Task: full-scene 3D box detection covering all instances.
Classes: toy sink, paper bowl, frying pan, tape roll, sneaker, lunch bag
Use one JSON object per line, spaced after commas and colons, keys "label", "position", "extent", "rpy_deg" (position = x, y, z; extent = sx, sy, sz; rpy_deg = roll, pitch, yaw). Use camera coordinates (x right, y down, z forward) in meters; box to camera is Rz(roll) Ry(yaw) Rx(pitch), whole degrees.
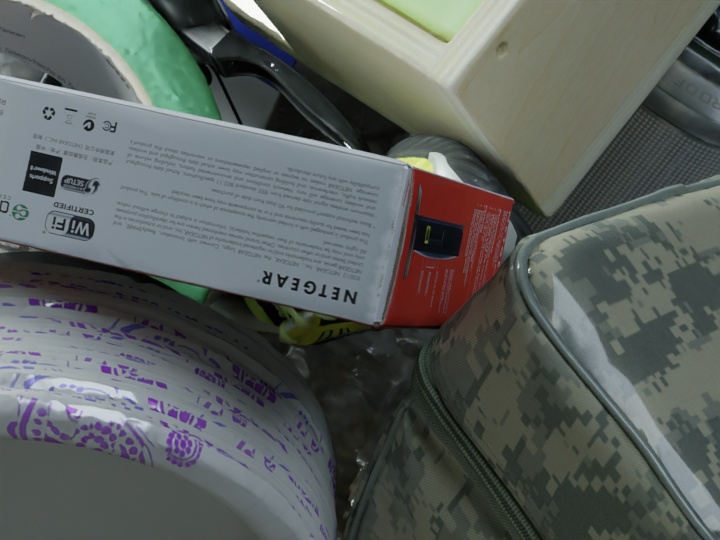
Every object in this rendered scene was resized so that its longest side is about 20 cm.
{"label": "toy sink", "position": [0.024, -0.137, 0.934], "extent": [0.200, 0.131, 0.112], "rpy_deg": [36, -6, 36]}
{"label": "paper bowl", "position": [-0.107, 0.073, 0.805], "extent": [0.199, 0.201, 0.105], "rpy_deg": [17, 45, -18]}
{"label": "frying pan", "position": [-0.065, -0.099, 0.990], "extent": [0.031, 0.115, 0.190], "rpy_deg": [-36, 82, -8]}
{"label": "tape roll", "position": [-0.150, -0.032, 0.932], "extent": [0.199, 0.048, 0.202], "rpy_deg": [6, 68, -16]}
{"label": "sneaker", "position": [0.000, 0.000, 0.952], "extent": [0.076, 0.200, 0.076], "rpy_deg": [-40, 102, -25]}
{"label": "lunch bag", "position": [0.097, 0.071, 0.812], "extent": [0.199, 0.168, 0.140], "rpy_deg": [-19, 68, -47]}

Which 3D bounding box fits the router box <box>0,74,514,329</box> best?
{"label": "router box", "position": [-0.062, -0.025, 0.795], "extent": [0.199, 0.049, 0.179], "rpy_deg": [12, 1, 14]}

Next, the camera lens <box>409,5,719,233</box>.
{"label": "camera lens", "position": [0.120, -0.071, 1.059], "extent": [0.159, 0.200, 0.161], "rpy_deg": [16, 48, -18]}

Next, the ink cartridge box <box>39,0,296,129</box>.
{"label": "ink cartridge box", "position": [-0.085, -0.082, 1.057], "extent": [0.094, 0.044, 0.201], "rpy_deg": [29, 45, -8]}
